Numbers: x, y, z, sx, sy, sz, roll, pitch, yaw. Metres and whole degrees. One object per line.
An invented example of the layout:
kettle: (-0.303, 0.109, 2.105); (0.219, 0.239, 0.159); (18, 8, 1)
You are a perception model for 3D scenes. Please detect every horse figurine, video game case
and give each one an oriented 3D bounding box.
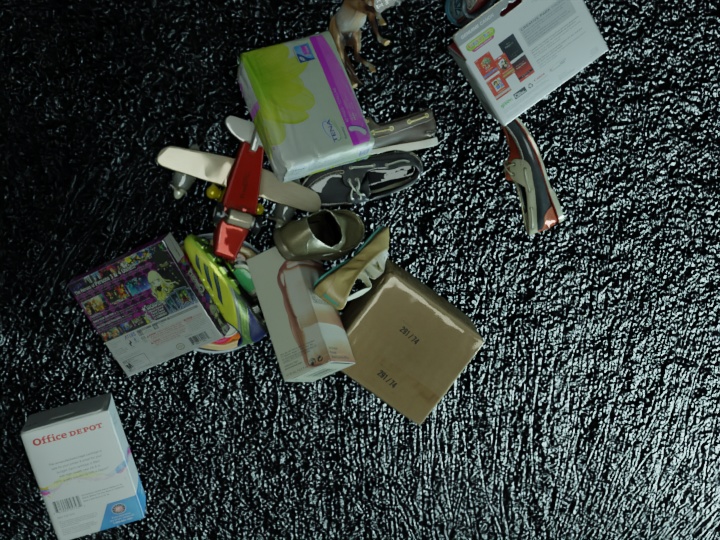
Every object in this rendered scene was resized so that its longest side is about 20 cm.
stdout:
horse figurine: (-0.005, -0.361, 1.615); (0.050, 0.133, 0.200); (-11, 152, -27)
video game case: (-0.330, 0.057, 1.694); (0.199, 0.036, 0.182); (-23, 108, 25)

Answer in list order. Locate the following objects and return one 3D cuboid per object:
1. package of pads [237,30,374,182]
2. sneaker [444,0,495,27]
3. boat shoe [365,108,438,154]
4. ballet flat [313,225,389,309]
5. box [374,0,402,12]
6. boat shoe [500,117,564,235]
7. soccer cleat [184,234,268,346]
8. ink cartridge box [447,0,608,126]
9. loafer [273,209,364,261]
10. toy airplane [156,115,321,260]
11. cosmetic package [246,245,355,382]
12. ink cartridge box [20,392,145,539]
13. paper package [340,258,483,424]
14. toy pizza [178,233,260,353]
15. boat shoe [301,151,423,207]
package of pads: (-0.086, -0.242, 1.612); (0.154, 0.068, 0.201); (-19, 78, -19)
sneaker: (0.205, -0.453, 1.633); (0.079, 0.096, 0.201); (26, 100, -12)
boat shoe: (0.021, -0.210, 1.689); (0.199, 0.072, 0.060); (-9, 100, -8)
ballet flat: (0.000, 0.000, 1.690); (0.063, 0.200, 0.069); (45, 136, 4)
box: (0.045, -0.509, 1.626); (0.160, 0.044, 0.200); (-28, 106, 1)
boat shoe: (0.262, -0.152, 1.736); (0.062, 0.071, 0.201); (-24, 110, 3)
soccer cleat: (-0.219, 0.035, 1.693); (0.084, 0.065, 0.200); (-34, 106, 10)
ink cartridge box: (0.244, -0.354, 1.650); (0.200, 0.084, 0.176); (-35, 121, 3)
loafer: (-0.049, -0.055, 1.663); (0.067, 0.200, 0.076); (-25, 87, 35)
toy airplane: (-0.185, -0.132, 1.661); (0.199, 0.141, 0.200); (-32, 86, -27)
cosmetic package: (-0.091, 0.064, 1.676); (0.087, 0.103, 0.201); (-25, 76, 20)
ink cartridge box: (-0.445, 0.315, 1.760); (0.144, 0.085, 0.201); (-15, 107, -3)
paper package: (0.065, 0.113, 1.761); (0.200, 0.104, 0.191); (35, 100, -15)
toy pizza: (-0.233, 0.040, 1.741); (0.199, 0.032, 0.201); (-2, 105, -7)
boat shoe: (0.002, -0.142, 1.706); (0.199, 0.063, 0.073); (-15, 108, -2)
